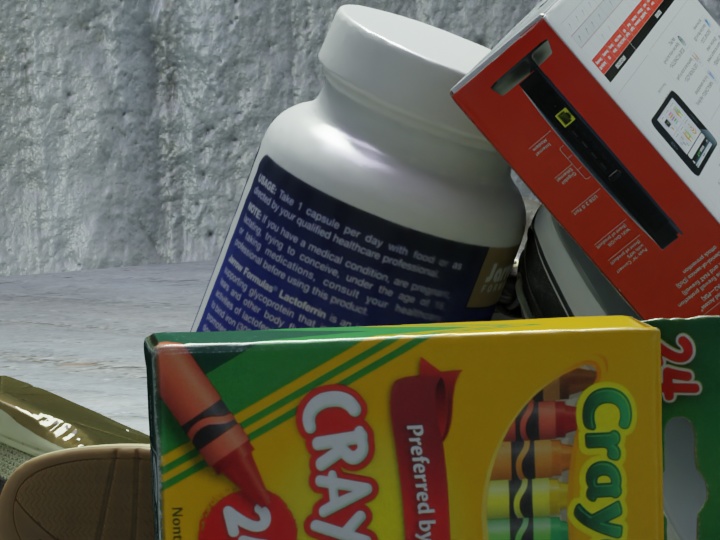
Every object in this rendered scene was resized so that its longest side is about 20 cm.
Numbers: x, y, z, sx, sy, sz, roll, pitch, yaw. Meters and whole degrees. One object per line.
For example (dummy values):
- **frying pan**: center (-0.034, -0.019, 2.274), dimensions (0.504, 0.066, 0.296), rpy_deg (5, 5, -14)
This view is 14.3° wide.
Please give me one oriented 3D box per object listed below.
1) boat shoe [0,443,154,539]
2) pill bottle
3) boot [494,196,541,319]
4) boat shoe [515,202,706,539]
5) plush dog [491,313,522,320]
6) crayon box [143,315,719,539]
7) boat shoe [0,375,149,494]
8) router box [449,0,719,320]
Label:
- **boat shoe**: center (-0.039, 0.107, 1.098), dimensions (0.200, 0.071, 0.065), rpy_deg (7, -1, 11)
- **pill bottle**: center (0.000, 0.000, 1.176), dimensions (0.116, 0.200, 0.116), rpy_deg (20, 14, -5)
- **boot**: center (0.079, 0.013, 1.264), dimensions (0.174, 0.069, 0.200), rpy_deg (11, 24, -10)
- **boat shoe**: center (0.111, 0.058, 1.128), dimensions (0.073, 0.200, 0.068), rpy_deg (-11, -31, -31)
- **plush dog**: center (0.005, 0.035, 1.405), dimensions (0.200, 0.161, 0.172), rpy_deg (-23, -15, -13)
- **crayon box**: center (0.031, 0.080, 0.956), dimensions (0.200, 0.127, 0.051), rpy_deg (-3, 4, -7)
- **boat shoe**: center (-0.111, 0.101, 1.206), dimensions (0.201, 0.066, 0.072), rpy_deg (24, 12, 33)
- **router box**: center (0.131, -0.039, 1.129), dimensions (0.049, 0.180, 0.200), rpy_deg (-40, 2, 22)
